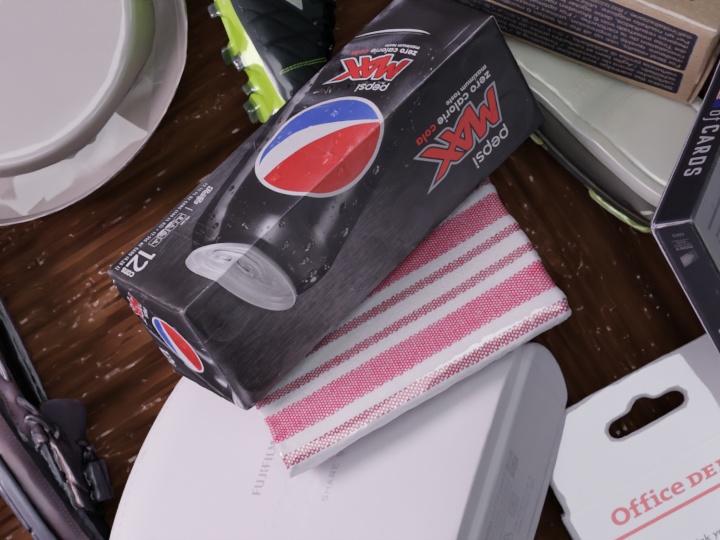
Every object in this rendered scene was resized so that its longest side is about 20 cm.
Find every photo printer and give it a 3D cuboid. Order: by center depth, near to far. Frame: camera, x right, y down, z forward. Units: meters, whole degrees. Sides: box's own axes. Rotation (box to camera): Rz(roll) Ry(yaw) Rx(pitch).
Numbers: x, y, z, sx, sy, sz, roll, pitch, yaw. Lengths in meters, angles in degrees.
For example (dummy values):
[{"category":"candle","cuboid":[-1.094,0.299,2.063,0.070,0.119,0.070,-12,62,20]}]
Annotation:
[{"category":"photo printer","cuboid":[-0.019,0.107,1.243,0.200,0.069,0.167,-1,54,31]}]

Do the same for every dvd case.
[{"category":"dvd case","cuboid":[0.195,0.001,1.214,0.025,0.200,0.150,-7,41,34]}]

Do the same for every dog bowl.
[{"category":"dog bowl","cuboid":[-0.176,-0.116,1.329,0.200,0.059,0.200,0,83,4]}]

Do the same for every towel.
[{"category":"towel","cuboid":[0.000,0.000,1.265,0.146,0.030,0.200,-30,41,0]}]

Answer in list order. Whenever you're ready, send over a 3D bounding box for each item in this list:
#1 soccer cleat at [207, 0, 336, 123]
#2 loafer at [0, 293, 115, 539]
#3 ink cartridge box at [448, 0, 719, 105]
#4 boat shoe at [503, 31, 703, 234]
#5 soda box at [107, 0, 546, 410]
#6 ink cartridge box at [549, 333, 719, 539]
[{"category":"soccer cleat","cuboid":[-0.037,-0.137,1.309,0.081,0.068,0.200,-21,69,-5]},{"category":"loafer","cuboid":[-0.162,0.064,1.308,0.063,0.072,0.200,-36,80,-5]},{"category":"ink cartridge box","cuboid":[0.118,-0.198,1.282,0.165,0.075,0.200,23,63,5]},{"category":"boat shoe","cuboid":[0.097,-0.095,1.305,0.072,0.060,0.202,-36,72,-17]},{"category":"soda box","cuboid":[-0.013,-0.034,1.229,0.200,0.071,0.063,-45,39,-17]},{"category":"ink cartridge box","cuboid":[0.171,0.138,1.278,0.116,0.067,0.200,-28,84,1]}]
